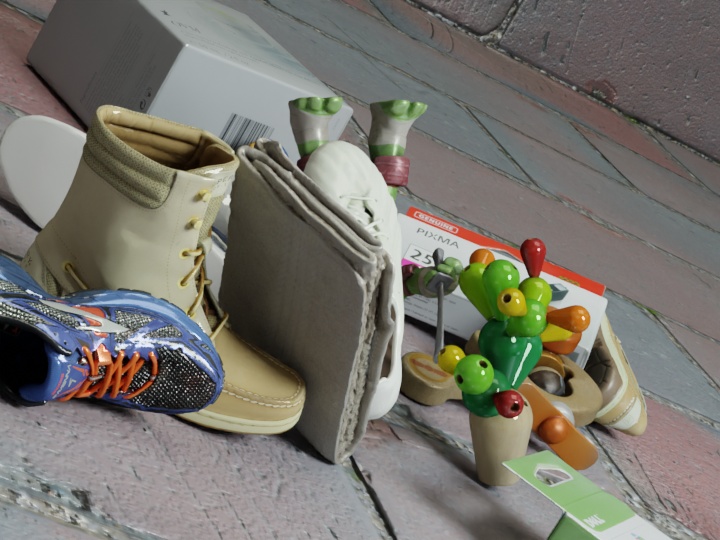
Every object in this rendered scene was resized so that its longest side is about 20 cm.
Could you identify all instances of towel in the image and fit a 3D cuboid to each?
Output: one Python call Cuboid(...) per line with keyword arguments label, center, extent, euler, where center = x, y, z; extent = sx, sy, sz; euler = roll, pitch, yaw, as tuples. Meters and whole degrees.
Cuboid(label="towel", center=(-0.038, 0.020, 1.290), extent=(0.034, 0.200, 0.133), euler=(-29, 60, -31))

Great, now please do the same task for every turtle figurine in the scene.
Cuboid(label="turtle figurine", center=(0.000, -0.026, 1.462), extent=(0.143, 0.195, 0.200), euler=(1, 0, 16))

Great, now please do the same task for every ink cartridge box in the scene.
Cuboid(label="ink cartridge box", center=(0.117, 0.004, 1.774), extent=(0.199, 0.044, 0.174), euler=(22, 33, 4))
Cuboid(label="ink cartridge box", center=(0.172, 0.202, 1.342), extent=(0.200, 0.059, 0.104), euler=(36, 15, 19))

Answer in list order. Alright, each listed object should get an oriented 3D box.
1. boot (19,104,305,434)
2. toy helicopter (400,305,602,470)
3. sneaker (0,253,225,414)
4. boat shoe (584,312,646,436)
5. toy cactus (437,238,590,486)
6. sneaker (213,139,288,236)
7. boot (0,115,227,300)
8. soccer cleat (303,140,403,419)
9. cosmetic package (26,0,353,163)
Cuboid(label="boot", center=(-0.100, 0.001, 1.250), extent=(0.199, 0.156, 0.073), euler=(29, 26, -2))
Cuboid(label="toy helicopter", center=(0.111, 0.095, 1.603), extent=(0.199, 0.079, 0.132), euler=(5, 37, -39))
Cuboid(label="sneaker", center=(-0.169, 0.050, 1.164), extent=(0.199, 0.076, 0.079), euler=(15, 28, -25))
Cuboid(label="boat shoe", center=(0.210, 0.090, 1.816), extent=(0.076, 0.072, 0.200), euler=(41, 18, -20))
Cuboid(label="toy cactus", center=(0.109, 0.070, 1.441), extent=(0.102, 0.166, 0.200), euler=(3, 20, 6))
Cuboid(label="sneaker", center=(-0.088, -0.047, 1.659), extent=(0.088, 0.075, 0.200), euler=(43, 22, 2))
Cuboid(label="boot", center=(-0.167, -0.037, 1.460), extent=(0.200, 0.073, 0.090), euler=(40, 8, 3))
Cuboid(label="soccer cleat", center=(0.000, 0.000, 1.373), extent=(0.069, 0.201, 0.078), euler=(-4, -19, -8))
Cuboid(label="cosmetic package", center=(-0.151, -0.163, 1.794), extent=(0.199, 0.123, 0.200), euler=(18, 18, -44))
